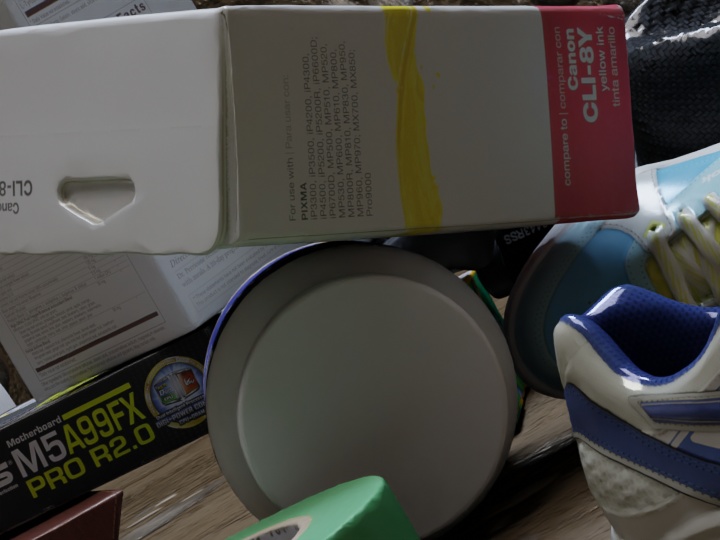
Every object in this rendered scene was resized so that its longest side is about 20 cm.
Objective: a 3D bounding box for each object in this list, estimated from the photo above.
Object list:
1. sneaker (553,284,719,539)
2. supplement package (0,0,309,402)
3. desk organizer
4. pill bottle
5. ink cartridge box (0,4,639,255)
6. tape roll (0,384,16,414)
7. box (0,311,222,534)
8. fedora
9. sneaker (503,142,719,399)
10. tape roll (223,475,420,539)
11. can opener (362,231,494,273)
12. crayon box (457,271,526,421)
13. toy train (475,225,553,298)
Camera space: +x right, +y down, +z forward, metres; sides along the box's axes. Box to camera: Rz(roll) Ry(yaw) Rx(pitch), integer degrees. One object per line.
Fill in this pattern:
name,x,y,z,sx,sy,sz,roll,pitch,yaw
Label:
sneaker,0.122,0.013,0.635,0.200,0.088,0.075,-27,2,35
supplement package,-0.128,-0.065,1.308,0.113,0.201,0.109,-24,9,39
desk organizer,-0.136,0.143,1.304,0.077,0.072,0.200,-28,2,-12
pill bottle,-0.001,0.047,1.110,0.115,0.116,0.200,-30,3,-3
ink cartridge box,-0.018,-0.052,1.081,0.199,0.084,0.145,-5,3,-43
tape roll,-0.320,0.149,1.882,0.202,0.203,0.139,-29,2,38
box,-0.111,0.065,1.369,0.160,0.044,0.200,-25,2,11
fedora,0.178,-0.090,1.239,0.200,0.092,0.201,-20,32,13
sneaker,0.146,-0.018,1.093,0.199,0.080,0.131,-32,1,-6
tape roll,-0.067,0.134,0.917,0.200,0.048,0.200,-31,2,1
can opener,0.000,0.000,1.326,0.063,0.079,0.200,-17,19,39
crayon box,0.011,0.061,1.346,0.118,0.058,0.200,-30,2,7
toy train,0.150,-0.038,1.400,0.199,0.086,0.114,-25,-5,23
